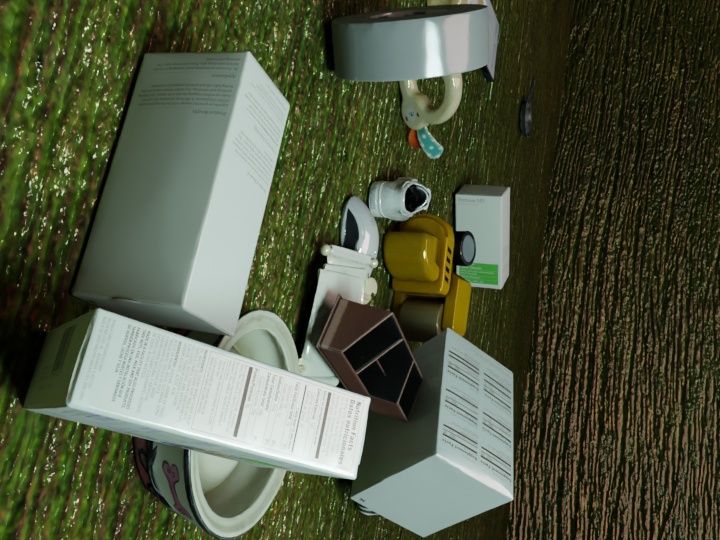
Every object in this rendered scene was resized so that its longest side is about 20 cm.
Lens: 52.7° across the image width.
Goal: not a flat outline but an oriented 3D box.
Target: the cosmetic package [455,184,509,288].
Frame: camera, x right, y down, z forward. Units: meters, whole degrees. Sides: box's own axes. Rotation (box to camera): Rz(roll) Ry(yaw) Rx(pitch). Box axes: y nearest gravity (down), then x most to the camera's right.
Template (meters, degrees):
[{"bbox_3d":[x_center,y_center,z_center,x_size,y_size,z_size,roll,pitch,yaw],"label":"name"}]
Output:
[{"bbox_3d":[0.264,-0.075,1.573,0.085,0.105,0.206,-42,131,-58],"label":"cosmetic package"}]

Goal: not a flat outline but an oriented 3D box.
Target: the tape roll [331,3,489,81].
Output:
[{"bbox_3d":[0.062,-0.286,0.904,0.200,0.195,0.068,-46,135,-58],"label":"tape roll"}]

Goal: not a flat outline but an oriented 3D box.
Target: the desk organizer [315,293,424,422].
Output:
[{"bbox_3d":[0.018,0.118,0.926,0.073,0.075,0.201,-65,153,-24],"label":"desk organizer"}]

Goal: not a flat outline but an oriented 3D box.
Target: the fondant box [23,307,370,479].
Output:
[{"bbox_3d":[-0.113,0.091,0.499,0.197,0.143,0.060,24,68,-29],"label":"fondant box"}]

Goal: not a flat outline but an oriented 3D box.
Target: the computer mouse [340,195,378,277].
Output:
[{"bbox_3d":[0.000,0.000,1.014,0.109,0.043,0.207,-16,109,-66],"label":"computer mouse"}]

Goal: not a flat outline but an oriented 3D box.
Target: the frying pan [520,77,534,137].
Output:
[{"bbox_3d":[0.511,-0.505,2.231,0.114,0.030,0.196,-2,93,-69],"label":"frying pan"}]

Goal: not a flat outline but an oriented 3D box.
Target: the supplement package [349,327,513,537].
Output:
[{"bbox_3d":[0.107,0.235,1.045,0.145,0.190,0.203,32,44,-21],"label":"supplement package"}]

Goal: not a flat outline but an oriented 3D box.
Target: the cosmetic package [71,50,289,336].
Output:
[{"bbox_3d":[-0.136,-0.062,0.571,0.085,0.105,0.206,43,57,-64],"label":"cosmetic package"}]

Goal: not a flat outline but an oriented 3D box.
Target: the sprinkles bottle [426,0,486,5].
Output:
[{"bbox_3d":[0.180,-0.492,1.337,0.199,0.066,0.070,-31,123,-64],"label":"sprinkles bottle"}]

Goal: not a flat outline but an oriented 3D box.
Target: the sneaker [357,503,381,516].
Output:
[{"bbox_3d":[0.042,0.314,1.176,0.200,0.074,0.118,-39,139,-51],"label":"sneaker"}]

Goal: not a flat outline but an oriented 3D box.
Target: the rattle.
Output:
[{"bbox_3d":[0.075,-0.248,1.128,0.143,0.129,0.203,-46,163,-43],"label":"rattle"}]

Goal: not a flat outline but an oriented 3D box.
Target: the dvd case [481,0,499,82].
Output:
[{"bbox_3d":[0.289,-0.540,1.674,0.199,0.017,0.147,21,74,-68],"label":"dvd case"}]

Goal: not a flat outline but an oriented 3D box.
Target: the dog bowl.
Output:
[{"bbox_3d":[-0.129,0.135,0.674,0.199,0.072,0.207,4,90,-68],"label":"dog bowl"}]

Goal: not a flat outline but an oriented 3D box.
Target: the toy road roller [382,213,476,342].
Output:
[{"bbox_3d":[0.098,0.011,1.181,0.145,0.120,0.206,16,79,-53],"label":"toy road roller"}]

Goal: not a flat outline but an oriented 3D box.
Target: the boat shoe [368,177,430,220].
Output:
[{"bbox_3d":[0.076,-0.115,1.149,0.199,0.067,0.074,1,94,-68],"label":"boat shoe"}]

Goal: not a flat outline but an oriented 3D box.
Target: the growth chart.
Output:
[{"bbox_3d":[-0.031,0.067,0.926,0.144,0.017,0.206,28,73,-55],"label":"growth chart"}]
